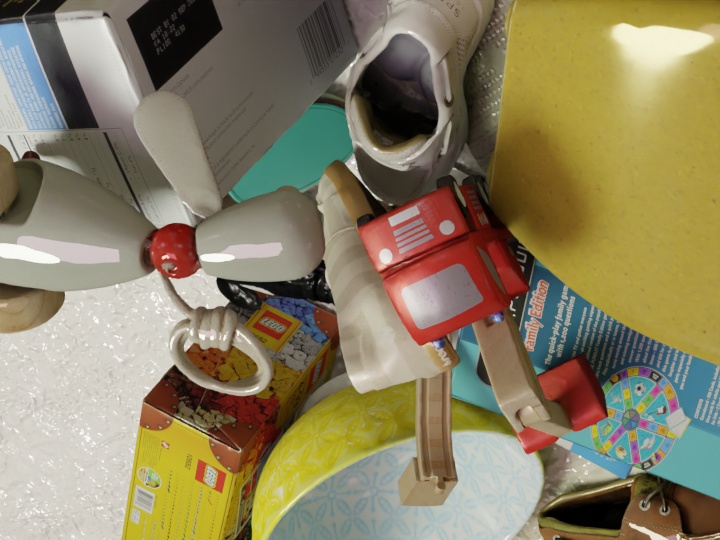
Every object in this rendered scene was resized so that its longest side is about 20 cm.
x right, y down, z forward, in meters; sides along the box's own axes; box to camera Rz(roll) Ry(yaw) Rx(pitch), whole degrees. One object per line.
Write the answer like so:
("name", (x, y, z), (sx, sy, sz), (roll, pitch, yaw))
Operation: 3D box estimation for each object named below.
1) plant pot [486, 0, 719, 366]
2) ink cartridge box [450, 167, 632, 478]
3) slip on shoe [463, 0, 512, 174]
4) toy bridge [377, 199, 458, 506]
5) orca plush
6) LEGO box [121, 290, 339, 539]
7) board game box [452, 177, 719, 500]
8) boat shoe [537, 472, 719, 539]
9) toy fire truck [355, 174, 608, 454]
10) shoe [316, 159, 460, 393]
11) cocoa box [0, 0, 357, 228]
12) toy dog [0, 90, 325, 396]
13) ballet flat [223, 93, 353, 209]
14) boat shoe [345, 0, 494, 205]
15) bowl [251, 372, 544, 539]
("plant pot", (0.170, -0.082, 0.718), (0.200, 0.196, 0.194), (14, 129, 13))
("ink cartridge box", (0.101, 0.027, 0.948), (0.200, 0.068, 0.116), (27, 132, 13))
("slip on shoe", (0.095, -0.112, 0.855), (0.074, 0.061, 0.200), (34, 150, 33))
("toy bridge", (0.032, 0.039, 0.903), (0.027, 0.200, 0.067), (3, 144, -16))
("orca plush", (-0.073, -0.004, 1.002), (0.200, 0.071, 0.105), (41, 124, 22))
("LEGO box", (-0.094, 0.129, 1.090), (0.077, 0.149, 0.200), (26, 133, 12))
("board game box", (0.156, 0.034, 0.844), (0.200, 0.047, 0.151), (21, 127, 17))
("boat shoe", (0.195, 0.161, 0.988), (0.200, 0.072, 0.068), (-27, 106, 41))
("toy fire truck", (0.064, 0.027, 0.749), (0.049, 0.200, 0.141), (-26, 88, 13))
("shoe", (0.000, 0.000, 0.846), (0.053, 0.200, 0.070), (-35, 120, 7))
("cocoa box", (-0.116, -0.129, 0.874), (0.131, 0.200, 0.133), (1, 125, 32))
("toy dog", (-0.117, -0.028, 0.771), (0.200, 0.096, 0.132), (15, 132, -3))
("ballet flat", (-0.096, -0.059, 0.972), (0.069, 0.200, 0.071), (63, 173, -19))
("boat shoe", (0.020, -0.088, 0.841), (0.071, 0.069, 0.200), (25, 150, 10))
("bowl", (0.012, 0.131, 1.039), (0.200, 0.200, 0.108), (108, 148, -42))
